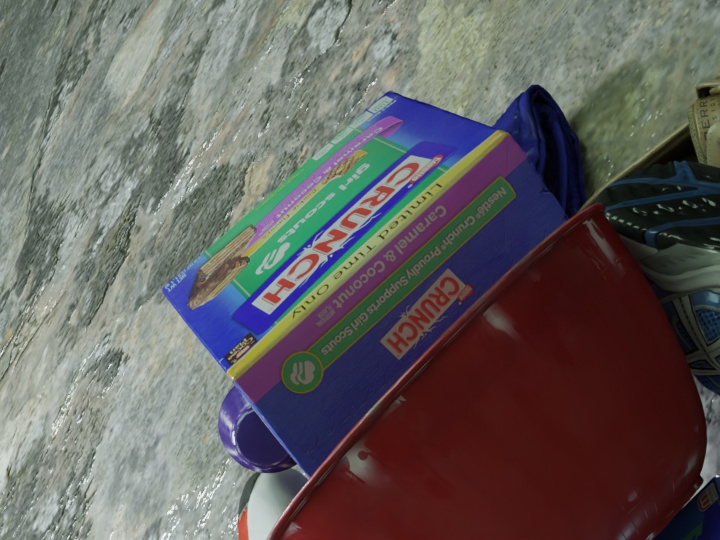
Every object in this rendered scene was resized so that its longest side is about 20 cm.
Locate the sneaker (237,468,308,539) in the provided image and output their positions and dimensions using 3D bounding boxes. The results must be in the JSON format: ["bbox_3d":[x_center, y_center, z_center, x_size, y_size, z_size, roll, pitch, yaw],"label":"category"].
[{"bbox_3d":[-0.005,0.156,0.987,0.108,0.067,0.202,-48,31,28],"label":"sneaker"}]

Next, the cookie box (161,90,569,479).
[{"bbox_3d":[0.000,0.000,0.936,0.171,0.075,0.200,-41,19,-4],"label":"cookie box"}]

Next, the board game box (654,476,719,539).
[{"bbox_3d":[0.106,0.201,0.735,0.200,0.045,0.152,-52,25,26],"label":"board game box"}]

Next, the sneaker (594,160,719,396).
[{"bbox_3d":[0.177,0.017,0.769,0.076,0.077,0.200,-26,31,-20],"label":"sneaker"}]

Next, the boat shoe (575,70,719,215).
[{"bbox_3d":[0.174,-0.054,0.836,0.200,0.064,0.071,-44,30,37],"label":"boat shoe"}]

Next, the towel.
[{"bbox_3d":[0.053,0.007,1.052,0.200,0.049,0.148,-47,21,33],"label":"towel"}]

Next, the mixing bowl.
[{"bbox_3d":[0.068,0.081,0.764,0.200,0.108,0.200,-45,-9,-9],"label":"mixing bowl"}]

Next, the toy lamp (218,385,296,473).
[{"bbox_3d":[-0.050,0.078,1.095,0.058,0.058,0.200,-60,3,6],"label":"toy lamp"}]
